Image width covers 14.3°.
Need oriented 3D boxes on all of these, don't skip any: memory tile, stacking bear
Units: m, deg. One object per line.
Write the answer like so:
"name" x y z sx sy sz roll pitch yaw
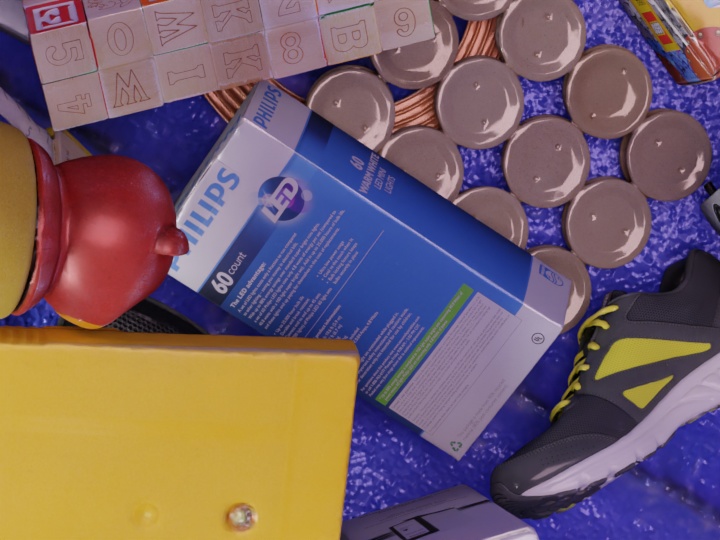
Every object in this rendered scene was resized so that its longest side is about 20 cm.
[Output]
"memory tile" 0.081 -0.074 1.540 0.200 0.017 0.153 41 88 -16
"stacking bear" -0.182 -0.019 1.332 0.199 0.121 0.114 4 98 -23

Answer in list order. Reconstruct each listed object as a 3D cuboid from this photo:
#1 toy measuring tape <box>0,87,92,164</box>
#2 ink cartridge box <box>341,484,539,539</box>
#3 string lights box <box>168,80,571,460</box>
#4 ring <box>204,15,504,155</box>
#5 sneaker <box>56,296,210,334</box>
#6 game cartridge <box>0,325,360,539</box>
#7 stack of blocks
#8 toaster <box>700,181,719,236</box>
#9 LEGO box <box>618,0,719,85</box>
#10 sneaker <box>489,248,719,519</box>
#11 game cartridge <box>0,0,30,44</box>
"toy measuring tape" -0.176 -0.045 1.459 0.074 0.074 0.200 -48 140 -4
"ink cartridge box" 0.054 0.198 1.468 0.084 0.200 0.147 -17 95 -7
"string lights box" 0.000 0.000 1.505 0.200 0.059 0.103 33 117 -8
"ring" -0.004 -0.152 1.540 0.199 0.019 0.202 0 91 -8
"sneaker" -0.080 0.089 1.491 0.076 0.114 0.200 -37 95 -7
"game cartridge" -0.107 0.114 1.404 0.199 0.032 0.177 4 108 -10
"stack of blocks" -0.073 -0.146 1.458 0.199 0.115 0.059 -14 125 -5
"toaster" 0.290 -0.052 1.499 0.200 0.181 0.119 -34 87 -4
"LEGO box" 0.215 -0.219 1.539 0.200 0.077 0.149 -37 97 -6
"sneaker" 0.136 0.061 1.536 0.200 0.074 0.085 -32 83 -28
"game cartridge" -0.170 -0.228 1.506 0.133 0.042 0.201 28 88 -12
